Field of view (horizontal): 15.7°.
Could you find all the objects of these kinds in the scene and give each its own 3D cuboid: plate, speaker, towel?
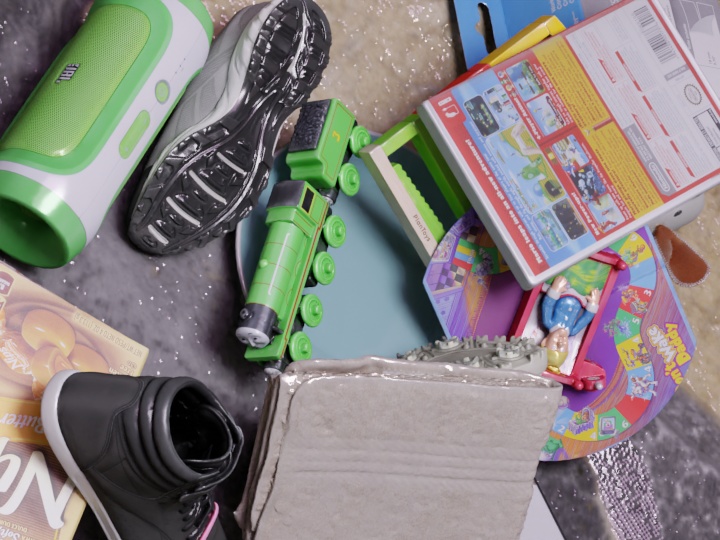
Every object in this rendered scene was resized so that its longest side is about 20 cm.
[{"bbox_3d":[0.000,0.000,1.780,0.200,0.026,0.201,11,67,-27],"label":"plate"},{"bbox_3d":[-0.171,-0.099,1.676,0.088,0.088,0.200,38,58,-13],"label":"speaker"},{"bbox_3d":[0.024,0.122,1.657,0.199,0.034,0.133,6,112,-23],"label":"towel"}]

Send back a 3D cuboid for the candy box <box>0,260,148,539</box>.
[{"bbox_3d":[-0.220,0.110,1.594,0.115,0.055,0.201,31,59,-19],"label":"candy box"}]

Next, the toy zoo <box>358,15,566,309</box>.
[{"bbox_3d":[0.109,-0.083,1.783,0.200,0.020,0.131,-38,109,-18],"label":"toy zoo"}]

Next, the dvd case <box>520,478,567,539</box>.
[{"bbox_3d":[0.062,0.217,1.742,0.200,0.018,0.143,-25,87,-34],"label":"dvd case"}]

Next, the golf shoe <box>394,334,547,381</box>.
[{"bbox_3d":[0.036,0.108,1.712,0.199,0.078,0.098,-21,108,-4],"label":"golf shoe"}]

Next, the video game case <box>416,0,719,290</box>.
[{"bbox_3d":[0.154,-0.091,1.752,0.200,0.017,0.143,-28,83,-25],"label":"video game case"}]

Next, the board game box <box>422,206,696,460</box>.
[{"bbox_3d":[0.141,0.035,1.755,0.158,0.039,0.201,-25,105,-4],"label":"board game box"}]

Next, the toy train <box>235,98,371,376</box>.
[{"bbox_3d":[-0.040,-0.025,1.718,0.056,0.042,0.201,44,52,-42],"label":"toy train"}]

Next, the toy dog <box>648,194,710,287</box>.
[{"bbox_3d":[0.184,-0.023,1.850,0.132,0.096,0.200,37,59,-14],"label":"toy dog"}]

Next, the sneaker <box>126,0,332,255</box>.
[{"bbox_3d":[-0.094,-0.095,1.738,0.074,0.079,0.200,42,72,-32],"label":"sneaker"}]

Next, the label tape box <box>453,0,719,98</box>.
[{"bbox_3d":[0.171,-0.180,1.905,0.199,0.063,0.145,7,58,-29],"label":"label tape box"}]

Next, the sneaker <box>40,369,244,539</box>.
[{"bbox_3d":[-0.107,0.134,1.586,0.200,0.099,0.071,58,43,-38],"label":"sneaker"}]
